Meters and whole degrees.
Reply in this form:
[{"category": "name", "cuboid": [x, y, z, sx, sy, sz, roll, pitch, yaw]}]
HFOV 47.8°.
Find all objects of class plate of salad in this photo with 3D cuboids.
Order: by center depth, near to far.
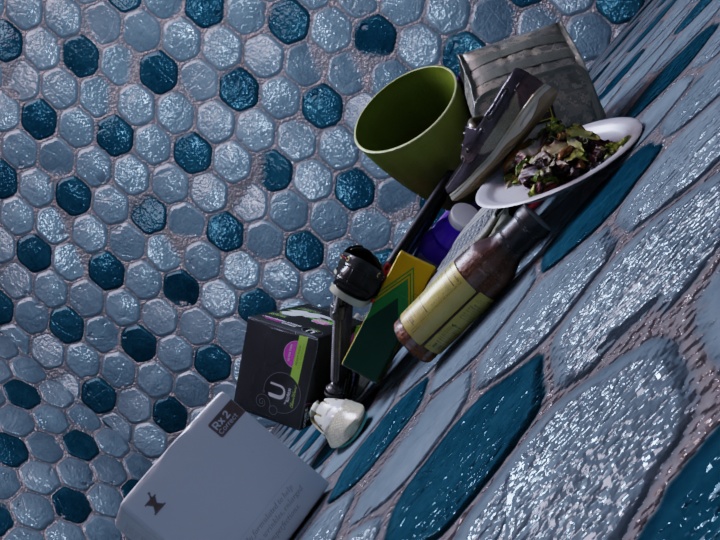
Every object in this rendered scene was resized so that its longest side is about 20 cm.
[{"category": "plate of salad", "cuboid": [0.217, -0.131, 0.920, 0.200, 0.048, 0.200, -26, 17, 9]}]

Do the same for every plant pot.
[{"category": "plant pot", "cuboid": [0.120, -0.194, 1.329, 0.187, 0.200, 0.187, -24, 41, 22]}]

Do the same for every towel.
[{"category": "towel", "cuboid": [0.160, -0.060, 1.049, 0.200, 0.035, 0.193, -49, 0, 41]}]

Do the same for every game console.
[{"category": "game console", "cuboid": [0.079, -0.046, 1.262, 0.200, 0.031, 0.177, -56, -2, -24]}]

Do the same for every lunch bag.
[{"category": "lunch bag", "cuboid": [0.237, -0.235, 1.135, 0.164, 0.118, 0.200, -16, 49, 8]}]

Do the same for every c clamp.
[{"category": "c clamp", "cuboid": [-0.032, 0.102, 1.161, 0.171, 0.027, 0.200, -74, -12, -61]}]

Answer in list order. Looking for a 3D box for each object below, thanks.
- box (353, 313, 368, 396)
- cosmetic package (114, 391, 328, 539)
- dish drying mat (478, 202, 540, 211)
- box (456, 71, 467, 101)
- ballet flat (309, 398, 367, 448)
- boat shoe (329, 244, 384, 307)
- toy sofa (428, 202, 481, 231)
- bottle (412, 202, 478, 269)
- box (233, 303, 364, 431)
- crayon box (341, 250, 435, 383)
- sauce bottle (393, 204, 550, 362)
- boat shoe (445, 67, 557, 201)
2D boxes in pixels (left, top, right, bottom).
[{"category": "box", "cuboid": [-0.021, 0.166, 1.483, 0.078, 0.095, 0.200, -50, -2, 25]}, {"category": "cosmetic package", "cuboid": [-0.168, 0.274, 0.951, 0.165, 0.165, 0.200, -50, -1, -28]}, {"category": "dish drying mat", "cuboid": [0.240, -0.116, 1.211, 0.200, 0.018, 0.077, -50, 38, 42]}, {"category": "box", "cuboid": [0.240, -0.239, 1.300, 0.106, 0.200, 0.122, -23, 3, 6]}, {"category": "ballet flat", "cuboid": [-0.040, 0.204, 1.108, 0.068, 0.062, 0.200, -58, 2, -16]}, {"category": "boat shoe", "cuboid": [0.003, 0.001, 1.121, 0.063, 0.074, 0.201, -62, 0, 8]}, {"category": "toy sofa", "cuboid": [0.191, -0.087, 1.384, 0.200, 0.098, 0.083, -48, -1, -26]}, {"category": "bottle", "cuboid": [0.129, -0.026, 1.270, 0.065, 0.083, 0.200, -62, -3, -38]}, {"category": "box", "cuboid": [-0.088, 0.146, 1.281, 0.200, 0.124, 0.149, -8, -69, -65]}, {"category": "crayon box", "cuboid": [0.043, 0.072, 1.160, 0.173, 0.058, 0.200, -61, -6, -5]}, {"category": "sauce bottle", "cuboid": [0.122, 0.014, 0.882, 0.200, 0.066, 0.066, -45, 1, 17]}, {"category": "boat shoe", "cuboid": [0.157, -0.163, 0.984, 0.072, 0.065, 0.200, -36, -10, -40]}]
